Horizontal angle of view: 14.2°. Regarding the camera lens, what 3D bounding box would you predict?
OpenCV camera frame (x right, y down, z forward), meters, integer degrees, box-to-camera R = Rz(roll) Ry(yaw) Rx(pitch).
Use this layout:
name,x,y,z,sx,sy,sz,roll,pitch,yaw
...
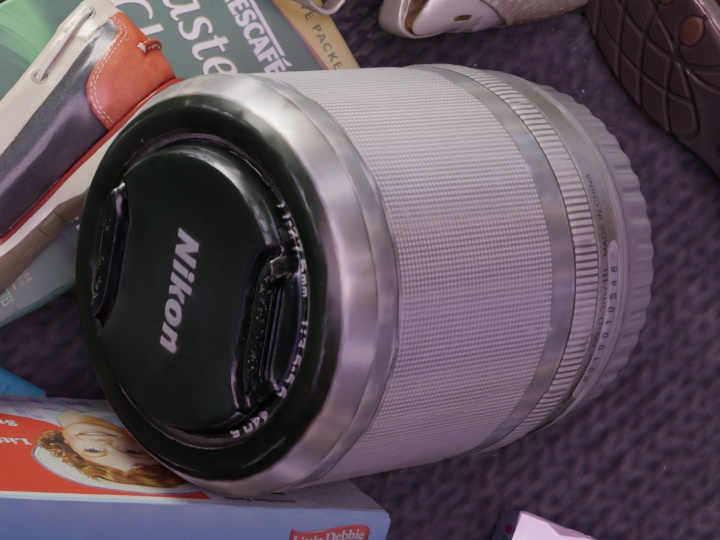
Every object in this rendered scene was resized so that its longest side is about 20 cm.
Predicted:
name,x,y,z,sx,sy,sz,roll,pitch,yaw
camera lens,0.000,0.000,1.140,0.200,0.160,0.161,-6,88,-46

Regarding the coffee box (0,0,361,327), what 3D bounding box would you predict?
name,x,y,z,sx,sy,sz,roll,pitch,yaw
coffee box,-0.105,-0.072,1.221,0.199,0.044,0.123,-29,92,-10

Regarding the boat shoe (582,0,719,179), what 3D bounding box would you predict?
name,x,y,z,sx,sy,sz,roll,pitch,yaw
boat shoe,0.170,-0.090,1.264,0.073,0.074,0.200,-34,88,-36

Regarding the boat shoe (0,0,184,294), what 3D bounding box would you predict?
name,x,y,z,sx,sy,sz,roll,pitch,yaw
boat shoe,-0.155,-0.026,1.154,0.200,0.071,0.063,-42,85,-5

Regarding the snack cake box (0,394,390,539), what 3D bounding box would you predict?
name,x,y,z,sx,sy,sz,roll,pitch,yaw
snack cake box,-0.104,0.100,1.138,0.199,0.115,0.067,5,108,-31

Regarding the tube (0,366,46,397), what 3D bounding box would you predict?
name,x,y,z,sx,sy,sz,roll,pitch,yaw
tube,-0.230,0.030,1.197,0.199,0.050,0.078,27,87,-3

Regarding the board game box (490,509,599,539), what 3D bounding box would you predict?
name,x,y,z,sx,sy,sz,roll,pitch,yaw
board game box,0.121,0.231,1.244,0.199,0.043,0.200,22,84,-7

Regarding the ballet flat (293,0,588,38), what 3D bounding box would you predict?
name,x,y,z,sx,sy,sz,roll,pitch,yaw
ballet flat,0.006,-0.131,1.215,0.199,0.067,0.063,21,87,-29
